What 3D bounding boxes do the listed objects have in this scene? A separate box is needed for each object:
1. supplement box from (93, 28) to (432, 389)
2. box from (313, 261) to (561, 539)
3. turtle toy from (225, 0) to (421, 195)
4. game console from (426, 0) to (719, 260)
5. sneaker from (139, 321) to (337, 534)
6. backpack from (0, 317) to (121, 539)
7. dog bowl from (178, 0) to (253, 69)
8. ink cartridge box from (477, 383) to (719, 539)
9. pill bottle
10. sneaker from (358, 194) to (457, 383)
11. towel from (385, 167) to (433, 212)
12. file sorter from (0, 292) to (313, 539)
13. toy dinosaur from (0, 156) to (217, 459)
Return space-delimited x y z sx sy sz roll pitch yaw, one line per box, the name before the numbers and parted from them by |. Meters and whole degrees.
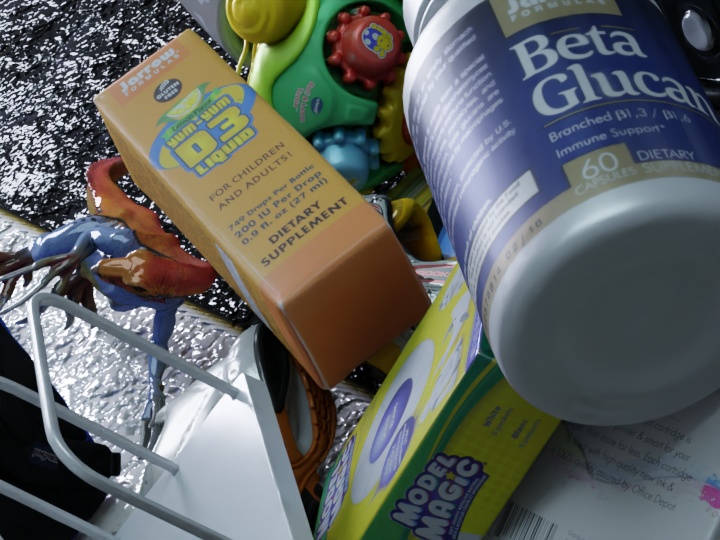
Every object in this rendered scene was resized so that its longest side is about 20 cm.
supplement box | -0.050 -0.033 1.122 0.066 0.069 0.200 -37 43 -8
box | 0.027 0.078 0.985 0.118 0.048 0.201 -78 13 -56
turtle toy | 0.002 -0.120 1.251 0.101 0.201 0.145 23 23 25
game console | 0.081 -0.088 1.111 0.116 0.177 0.200 -36 24 -23
sneaker | -0.060 0.118 1.090 0.092 0.076 0.201 -33 30 24
backpack | -0.250 0.079 1.146 0.167 0.201 0.163 4 46 38
dog bowl | -0.012 -0.188 1.342 0.199 0.200 0.059 -30 63 -2
ink cartridge box | 0.125 0.074 0.927 0.116 0.067 0.201 24 89 51
pill bottle | 0.078 -0.048 0.907 0.110 0.111 0.201 -25 45 5
sneaker | 0.000 0.000 1.170 0.199 0.078 0.082 30 86 43
towel | 0.060 0.006 1.187 0.086 0.018 0.200 -44 37 -16
file sorter | -0.132 0.134 0.988 0.200 0.124 0.139 -52 28 19
toy dinosaur | -0.126 -0.013 1.220 0.181 0.105 0.201 -18 50 48
